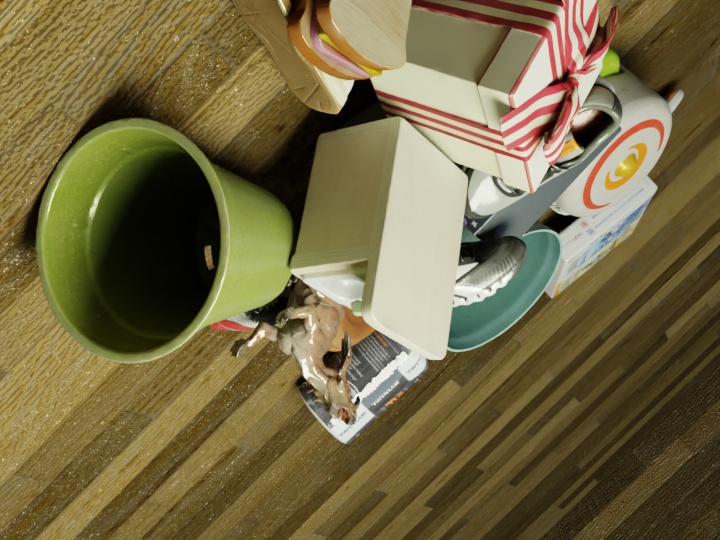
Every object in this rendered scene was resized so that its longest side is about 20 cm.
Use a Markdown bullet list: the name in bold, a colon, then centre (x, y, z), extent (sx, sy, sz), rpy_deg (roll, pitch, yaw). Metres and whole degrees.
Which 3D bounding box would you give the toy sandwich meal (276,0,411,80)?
- **toy sandwich meal**: centre (-0.002, -0.258, 0.764), extent (0.205, 0.070, 0.207), rpy_deg (-24, 120, -49)

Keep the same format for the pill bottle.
- **pill bottle**: centre (0.020, 0.132, 1.311), extent (0.200, 0.106, 0.106), rpy_deg (-43, 149, 2)

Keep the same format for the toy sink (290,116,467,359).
- **toy sink**: centre (0.016, -0.023, 0.928), extent (0.130, 0.111, 0.201), rpy_deg (31, 60, -47)

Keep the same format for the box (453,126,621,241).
- **box**: centre (0.176, -0.139, 1.111), extent (0.200, 0.141, 0.079), rpy_deg (-48, 143, 8)

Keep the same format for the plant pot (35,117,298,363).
- **plant pot**: centre (-0.152, -0.025, 0.872), extent (0.200, 0.200, 0.190), rpy_deg (-52, 160, 16)

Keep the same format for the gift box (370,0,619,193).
- **gift box**: centre (0.122, -0.197, 0.892), extent (0.185, 0.186, 0.200), rpy_deg (-62, 155, -11)

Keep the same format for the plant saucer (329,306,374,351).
- **plant saucer**: centre (0.000, 0.000, 1.109), extent (0.200, 0.037, 0.201), rpy_deg (-38, 136, -47)

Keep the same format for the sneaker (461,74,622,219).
- **sneaker**: centre (0.181, -0.123, 0.991), extent (0.200, 0.079, 0.074), rpy_deg (-39, 116, 15)

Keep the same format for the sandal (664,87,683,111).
- **sandal**: centre (0.387, -0.204, 1.365), extent (0.207, 0.059, 0.079), rpy_deg (-49, 178, -31)

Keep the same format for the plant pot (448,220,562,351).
- **plant pot**: centre (0.141, -0.014, 1.239), extent (0.200, 0.134, 0.201), rpy_deg (-29, 146, -22)

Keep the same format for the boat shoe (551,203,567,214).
- **boat shoe**: centre (0.297, -0.108, 1.357), extent (0.199, 0.074, 0.067), rpy_deg (-13, 140, -40)

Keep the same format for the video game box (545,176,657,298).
- **video game box**: centre (0.360, -0.052, 1.485), extent (0.182, 0.047, 0.200), rpy_deg (-36, 163, -6)

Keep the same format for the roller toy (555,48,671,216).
- **roller toy**: centre (0.296, -0.167, 1.220), extent (0.183, 0.140, 0.200), rpy_deg (-49, 149, 12)

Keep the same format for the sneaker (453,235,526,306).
- **sneaker**: centre (0.081, -0.003, 1.046), extent (0.199, 0.067, 0.091), rpy_deg (-20, 131, 14)

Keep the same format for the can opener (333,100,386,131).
- **can opener**: centre (0.067, -0.170, 1.027), extent (0.199, 0.067, 0.053), rpy_deg (-35, 148, -12)

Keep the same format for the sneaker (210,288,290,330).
- **sneaker**: centre (-0.102, 0.026, 1.089), extent (0.084, 0.078, 0.200), rpy_deg (-15, 178, 31)

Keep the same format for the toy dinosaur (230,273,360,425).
- **toy dinosaur**: centre (-0.044, 0.048, 0.995), extent (0.135, 0.086, 0.201), rpy_deg (23, 74, -38)

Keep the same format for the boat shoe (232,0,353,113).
- **boat shoe**: centre (-0.054, -0.226, 0.828), extent (0.069, 0.073, 0.200), rpy_deg (-57, 146, -21)
